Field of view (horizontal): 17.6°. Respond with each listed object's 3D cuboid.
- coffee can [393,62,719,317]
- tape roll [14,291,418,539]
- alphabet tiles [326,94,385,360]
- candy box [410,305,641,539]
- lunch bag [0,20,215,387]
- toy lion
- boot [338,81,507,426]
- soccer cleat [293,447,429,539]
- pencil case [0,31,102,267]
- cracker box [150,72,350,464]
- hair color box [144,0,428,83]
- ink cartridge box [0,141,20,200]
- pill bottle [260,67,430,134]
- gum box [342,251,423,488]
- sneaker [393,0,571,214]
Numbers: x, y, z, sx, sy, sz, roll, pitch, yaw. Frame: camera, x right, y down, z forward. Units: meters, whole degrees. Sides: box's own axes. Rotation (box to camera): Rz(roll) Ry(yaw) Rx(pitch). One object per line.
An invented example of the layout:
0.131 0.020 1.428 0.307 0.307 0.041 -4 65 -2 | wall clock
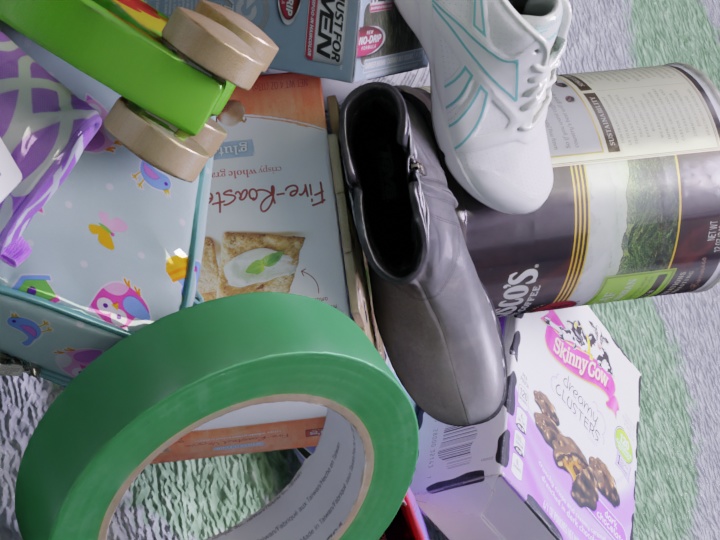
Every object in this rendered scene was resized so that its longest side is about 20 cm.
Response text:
0.113 -0.048 1.421 0.199 0.146 0.147 -7 77 -22 | coffee can
-0.069 0.103 1.145 0.200 0.200 0.048 35 15 -48 | tape roll
0.000 0.000 1.318 0.200 0.006 0.168 71 12 -74 | alphabet tiles
0.111 0.104 1.502 0.168 0.071 0.201 48 36 -37 | candy box
-0.151 -0.037 1.156 0.160 0.077 0.201 23 51 -23 | lunch bag
-0.136 -0.125 1.070 0.191 0.069 0.200 32 7 -4 | toy lion
0.026 -0.002 1.256 0.132 0.069 0.201 -47 117 -82 | boot
-0.004 0.109 1.368 0.068 0.073 0.201 -24 100 -20 | soccer cleat
-0.212 -0.093 1.041 0.200 0.086 0.084 38 23 0 | pencil case
-0.076 -0.002 1.253 0.058 0.133 0.202 94 -11 -70 | cracker box
-0.068 -0.152 1.292 0.099 0.199 0.061 -21 119 -61 | hair color box
-0.258 -0.083 0.956 0.201 0.144 0.084 61 32 -18 | ink cartridge box
-0.012 -0.145 1.480 0.200 0.113 0.114 25 52 -54 | pill bottle
0.019 0.045 1.496 0.170 0.044 0.201 -22 93 -62 | gum box
0.077 -0.112 1.259 0.071 0.080 0.201 -61 140 -43 | sneaker
